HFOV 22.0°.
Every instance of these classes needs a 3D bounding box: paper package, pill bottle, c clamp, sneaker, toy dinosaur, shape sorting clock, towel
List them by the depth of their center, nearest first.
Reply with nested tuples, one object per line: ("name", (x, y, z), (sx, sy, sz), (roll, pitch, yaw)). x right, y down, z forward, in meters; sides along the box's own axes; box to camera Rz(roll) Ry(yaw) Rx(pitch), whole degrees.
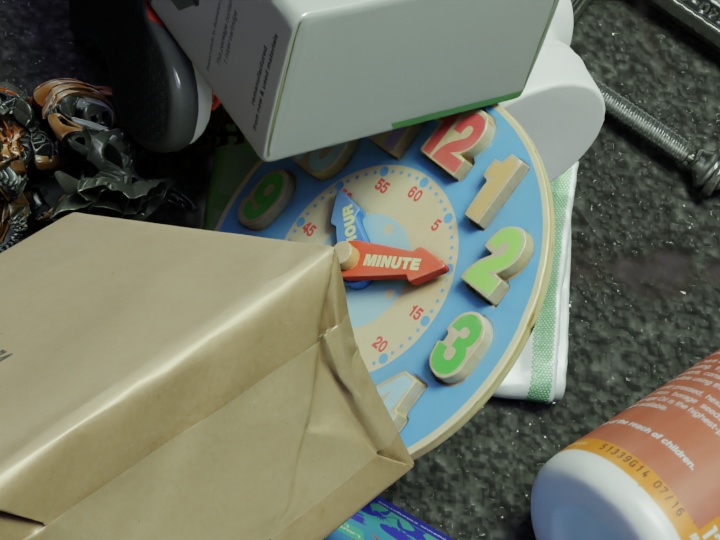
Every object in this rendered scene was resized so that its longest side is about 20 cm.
("paper package", (-0.115, 0.066, 0.731), (0.190, 0.199, 0.104), (-36, 116, -31))
("shape sorting clock", (0.000, 0.000, 0.856), (0.039, 0.199, 0.201), (40, 47, -47))
("toy dinosaur", (-0.144, -0.054, 0.905), (0.199, 0.102, 0.136), (-27, 54, -7))
("pill bottle", (0.191, 0.096, 0.913), (0.199, 0.112, 0.112), (-29, 76, -26))
("sneaker", (-0.073, -0.115, 0.919), (0.107, 0.068, 0.201), (1, 24, -22))
("pill bottle", (0.041, -0.137, 0.959), (0.119, 0.120, 0.201), (-15, 58, -22))
("towel", (0.016, -0.016, 0.965), (0.199, 0.031, 0.150), (12, 62, -10))
("c clamp", (0.155, -0.109, 1.053), (0.199, 0.027, 0.171), (30, 61, 2))

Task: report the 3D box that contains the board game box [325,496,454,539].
("board game box", (0.026, 0.154, 0.796), (0.152, 0.200, 0.045), (30, 97, -1))

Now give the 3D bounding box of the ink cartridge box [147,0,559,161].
("ink cartridge box", (-0.024, -0.158, 0.840), (0.145, 0.084, 0.200), (-16, 53, -29))
